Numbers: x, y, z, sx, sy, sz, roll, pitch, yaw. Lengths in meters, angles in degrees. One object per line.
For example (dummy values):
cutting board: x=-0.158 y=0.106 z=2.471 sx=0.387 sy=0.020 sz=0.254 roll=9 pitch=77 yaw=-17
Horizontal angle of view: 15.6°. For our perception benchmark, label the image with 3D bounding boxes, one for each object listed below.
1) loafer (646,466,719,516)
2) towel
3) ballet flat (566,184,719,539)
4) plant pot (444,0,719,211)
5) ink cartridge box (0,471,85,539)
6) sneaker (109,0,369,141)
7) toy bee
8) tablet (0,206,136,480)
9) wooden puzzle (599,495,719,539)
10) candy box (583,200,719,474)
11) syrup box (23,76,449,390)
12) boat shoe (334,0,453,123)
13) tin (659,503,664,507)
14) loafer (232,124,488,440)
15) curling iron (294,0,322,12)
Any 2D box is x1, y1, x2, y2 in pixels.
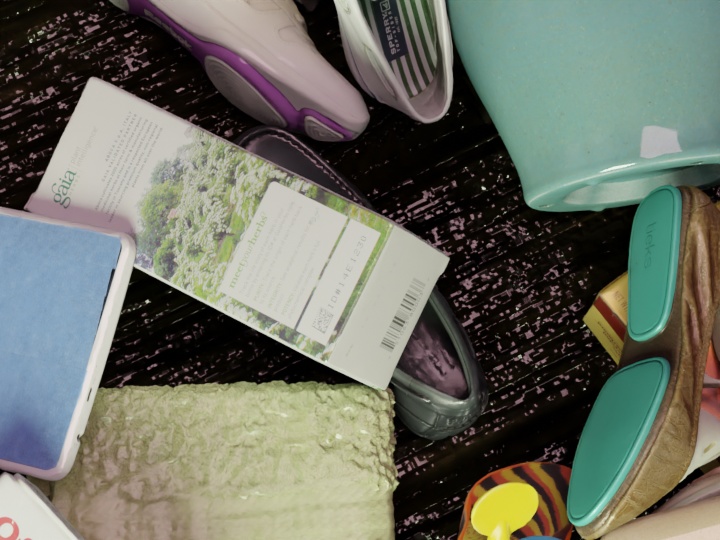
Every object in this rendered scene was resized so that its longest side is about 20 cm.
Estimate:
loafer: x=0.232 y=0.119 z=1.370 sx=0.199 sy=0.063 sz=0.072 roll=-21 pitch=105 yaw=1
towel: x=-0.076 y=0.130 z=1.365 sx=0.198 sy=0.036 sz=0.149 roll=-4 pitch=79 yaw=1
ballet flat: x=0.162 y=0.054 z=1.356 sx=0.072 sy=0.068 sz=0.201 roll=27 pitch=62 yaw=-25
plant pot: x=0.137 y=-0.135 z=1.397 sx=0.199 sy=0.200 sz=0.189 roll=-8 pitch=82 yaw=-9
ink cartridge box: x=-0.190 y=0.220 z=1.292 sx=0.200 sy=0.083 sz=0.146 roll=-43 pitch=83 yaw=-5
sneaker: x=-0.064 y=-0.153 z=1.433 sx=0.200 sy=0.075 sz=0.100 roll=41 pitch=74 yaw=5
toy bee: x=0.062 y=0.165 z=1.319 sx=0.108 sy=0.200 sz=0.132 roll=8 pitch=107 yaw=-4
tablet: x=-0.217 y=0.026 z=1.350 sx=0.199 sy=0.014 sz=0.131 roll=11 pitch=78 yaw=25
wooden puzzle: x=0.228 y=0.201 z=1.346 sx=0.184 sy=0.037 sz=0.201 roll=-15 pitch=104 yaw=1
candy box: x=0.235 y=0.007 z=1.436 sx=0.200 sy=0.056 sz=0.117 roll=-36 pitch=81 yaw=-16
syrup box: x=-0.065 y=-0.020 z=1.350 sx=0.199 sy=0.081 sz=0.079 roll=26 pitch=89 yaw=26
boat shoe: x=0.013 y=-0.166 z=1.361 sx=0.073 sy=0.201 sz=0.067 roll=-32 pitch=40 yaw=-11
tin: x=0.241 y=0.172 z=1.401 sx=0.199 sy=0.042 sz=0.113 roll=8 pitch=69 yaw=-5
loafer: x=0.000 y=0.000 z=1.401 sx=0.068 sy=0.070 sz=0.201 roll=-36 pitch=81 yaw=-15
curling iron: x=0.034 y=-0.218 z=1.488 sx=0.050 sy=0.026 sz=0.200 roll=43 pitch=74 yaw=9
